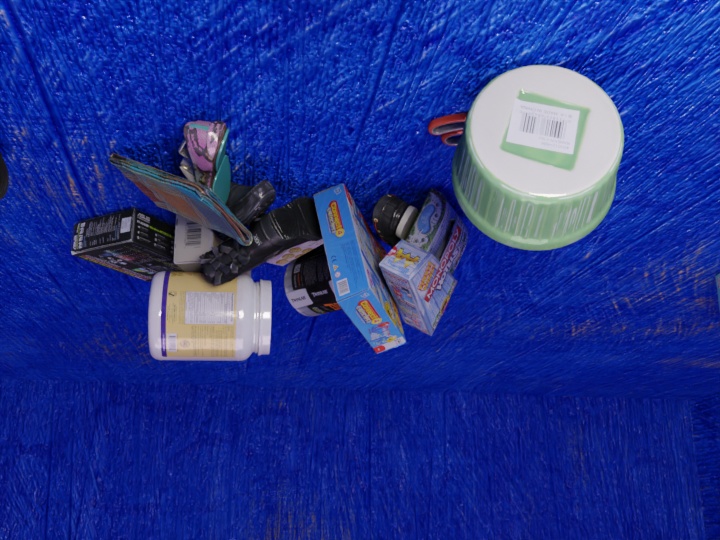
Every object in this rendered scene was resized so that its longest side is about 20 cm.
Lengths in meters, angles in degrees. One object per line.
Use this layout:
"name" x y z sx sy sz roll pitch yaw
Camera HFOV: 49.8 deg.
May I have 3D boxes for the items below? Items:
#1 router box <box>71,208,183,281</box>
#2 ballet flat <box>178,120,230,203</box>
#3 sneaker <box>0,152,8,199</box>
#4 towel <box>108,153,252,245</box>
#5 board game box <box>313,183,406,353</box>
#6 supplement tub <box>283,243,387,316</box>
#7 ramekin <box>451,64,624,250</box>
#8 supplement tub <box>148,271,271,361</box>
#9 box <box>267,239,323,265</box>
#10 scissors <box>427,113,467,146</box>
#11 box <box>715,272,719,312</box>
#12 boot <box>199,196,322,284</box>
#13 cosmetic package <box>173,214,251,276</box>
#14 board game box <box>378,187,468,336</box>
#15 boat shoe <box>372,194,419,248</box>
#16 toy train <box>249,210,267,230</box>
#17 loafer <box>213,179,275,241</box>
"router box" -0.398 -0.041 1.411 0.147 0.064 0.199 -10 160 26
"ballet flat" -0.217 -0.151 1.075 0.070 0.071 0.201 19 159 -2
"sneaker" -0.556 -0.160 1.034 0.086 0.076 0.201 -5 152 16
"towel" -0.259 -0.101 1.122 0.197 0.022 0.147 21 163 29
"board game box" 0.000 0.000 1.241 0.055 0.204 0.196 -20 147 10
"supplement tub" -0.043 0.011 1.473 0.121 0.126 0.197 16 157 -42
"ramekin" 0.204 -0.135 0.892 0.194 0.205 0.098 -1 156 4
"supplement tub" -0.249 0.077 1.299 0.195 0.149 0.146 1 163 -10
"box" -0.111 -0.054 1.406 0.041 0.040 0.199 10 160 -32
"scissors" 0.186 -0.192 1.006 0.195 0.014 0.073 -6 160 23
"box" 0.856 0.043 1.628 0.194 0.084 0.049 -1 164 4
"boot" -0.153 -0.043 1.243 0.161 0.075 0.197 -31 177 28
"cosmetic package" -0.257 -0.032 1.372 0.071 0.106 0.200 -4 163 11
"board game box" 0.107 -0.016 1.249 0.061 0.203 0.200 24 175 25
"boat shoe" 0.062 -0.078 1.297 0.062 0.075 0.201 27 175 12
"toy train" -0.176 -0.072 1.340 0.033 0.047 0.200 2 163 -5
"loafer" -0.191 -0.102 1.196 0.068 0.071 0.199 -38 -173 -30
